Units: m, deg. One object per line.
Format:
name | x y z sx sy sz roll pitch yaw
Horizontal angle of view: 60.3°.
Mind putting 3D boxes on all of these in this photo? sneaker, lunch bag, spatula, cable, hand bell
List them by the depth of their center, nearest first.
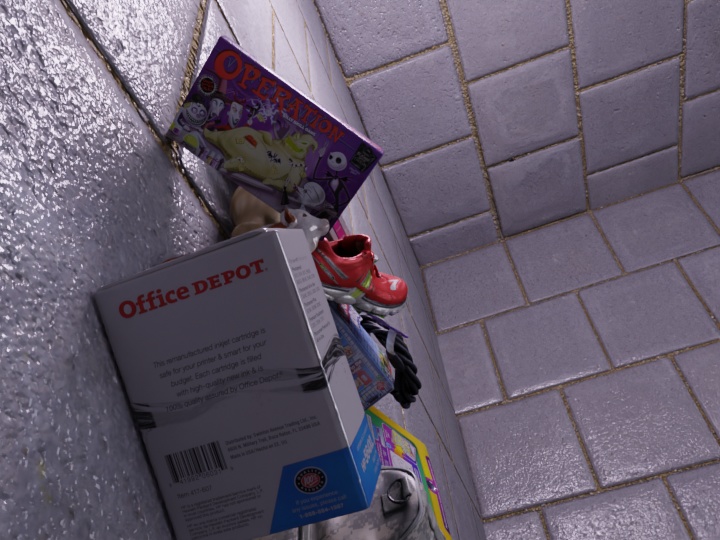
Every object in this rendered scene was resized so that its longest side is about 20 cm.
lunch bag | 0.007 0.279 0.556 0.140 0.167 0.201 -90 160 -62
hand bell | -0.125 -0.011 0.661 0.200 0.103 0.105 -71 144 -55
sneaker | 0.000 0.000 0.759 0.199 0.085 0.077 15 14 -48
spatula | 0.043 0.102 0.848 0.056 0.021 0.200 29 -21 22
cable | 0.034 0.148 1.005 0.163 0.051 0.200 50 -22 18

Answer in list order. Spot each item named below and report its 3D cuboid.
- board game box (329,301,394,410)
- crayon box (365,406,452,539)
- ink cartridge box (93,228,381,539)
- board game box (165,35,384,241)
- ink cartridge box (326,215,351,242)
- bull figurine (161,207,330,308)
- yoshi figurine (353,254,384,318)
board game box | -0.045 0.066 0.843 0.200 0.062 0.200 51 7 -11
crayon box | 0.020 0.252 0.768 0.172 0.058 0.200 39 14 -18
ink cartridge box | -0.085 0.083 0.459 0.084 0.145 0.201 -23 95 -79
board game box | -0.089 -0.134 0.650 0.199 0.120 0.032 34 16 -9
ink cartridge box | -0.064 -0.063 0.794 0.037 0.094 0.200 -53 140 -23
bull figurine | -0.091 0.008 0.584 0.199 0.065 0.122 -24 69 -45
yoshi figurine | -0.028 0.018 1.007 0.112 0.112 0.200 33 -17 47
